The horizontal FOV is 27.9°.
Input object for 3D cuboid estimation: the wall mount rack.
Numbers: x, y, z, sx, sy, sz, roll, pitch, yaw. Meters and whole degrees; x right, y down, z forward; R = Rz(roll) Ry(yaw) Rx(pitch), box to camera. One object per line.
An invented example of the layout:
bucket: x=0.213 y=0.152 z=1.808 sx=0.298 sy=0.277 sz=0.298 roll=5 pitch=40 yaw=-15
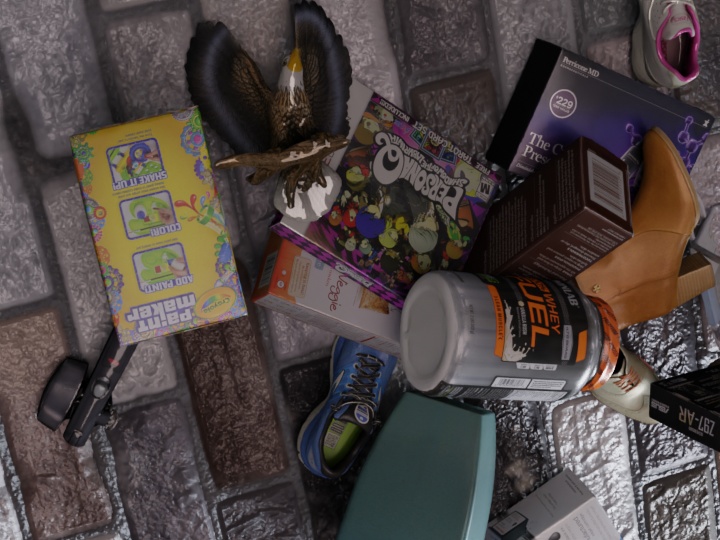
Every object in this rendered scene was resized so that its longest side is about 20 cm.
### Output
wall mount rack: x=0.407 y=0.014 z=1.592 sx=0.074 sy=0.174 sz=0.201 roll=-8 pitch=114 yaw=30

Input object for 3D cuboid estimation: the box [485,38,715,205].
box: x=0.256 y=-0.143 z=1.550 sx=0.199 sy=0.079 sz=0.142 roll=20 pitch=98 yaw=-19

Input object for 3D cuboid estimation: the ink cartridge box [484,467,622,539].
ink cartridge box: x=0.208 y=0.352 z=1.682 sx=0.199 sy=0.086 sz=0.147 roll=-35 pitch=112 yaw=-4

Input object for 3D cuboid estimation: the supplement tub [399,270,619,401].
supplement tub: x=0.149 y=0.067 z=1.432 sx=0.199 sy=0.122 sz=0.123 roll=4 pitch=106 yaw=-27

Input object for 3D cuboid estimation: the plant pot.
plant pot: x=0.072 y=0.237 z=1.562 sx=0.140 sy=0.141 sz=0.201 roll=17 pitch=91 yaw=15

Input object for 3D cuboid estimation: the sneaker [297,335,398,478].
sneaker: x=0.000 y=0.135 z=1.556 sx=0.078 sy=0.089 sz=0.201 roll=19 pitch=95 yaw=-20

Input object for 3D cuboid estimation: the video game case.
video game case: x=0.030 y=-0.070 z=1.484 sx=0.199 sy=0.036 sz=0.182 roll=32 pitch=68 yaw=-16

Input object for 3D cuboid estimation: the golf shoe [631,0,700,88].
golf shoe: x=0.324 y=-0.288 z=1.516 sx=0.075 sy=0.092 sz=0.201 roll=-13 pitch=108 yaw=-9

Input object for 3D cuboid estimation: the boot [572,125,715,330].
boot: x=0.282 y=-0.036 z=1.514 sx=0.143 sy=0.071 sz=0.202 roll=-21 pitch=110 yaw=-2

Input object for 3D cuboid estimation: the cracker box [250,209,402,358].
cracker box: x=0.000 y=0.000 z=1.507 sx=0.199 sy=0.058 sz=0.135 roll=21 pitch=71 yaw=-20

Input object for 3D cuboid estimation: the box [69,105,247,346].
box: x=-0.193 y=-0.039 z=1.370 sx=0.121 sy=0.200 sz=0.194 roll=-14 pitch=92 yaw=-10

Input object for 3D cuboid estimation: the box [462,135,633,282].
box: x=0.187 y=-0.037 z=1.495 sx=0.075 sy=0.101 sz=0.200 roll=28 pitch=136 yaw=-27

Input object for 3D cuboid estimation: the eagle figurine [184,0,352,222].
eagle figurine: x=-0.074 y=-0.163 z=1.408 sx=0.151 sy=0.200 sz=0.151 roll=26 pitch=116 yaw=-34

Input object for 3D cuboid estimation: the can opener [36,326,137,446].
can opener: x=-0.257 y=0.091 z=1.491 sx=0.078 sy=0.063 sz=0.201 roll=30 pitch=97 yaw=-20

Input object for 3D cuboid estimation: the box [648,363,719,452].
box: x=0.449 y=0.149 z=1.617 sx=0.199 sy=0.160 sz=0.044 roll=-12 pitch=111 yaw=-30

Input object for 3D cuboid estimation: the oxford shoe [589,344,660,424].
oxford shoe: x=0.287 y=0.119 z=1.637 sx=0.200 sy=0.074 sz=0.071 roll=37 pitch=95 yaw=-21
